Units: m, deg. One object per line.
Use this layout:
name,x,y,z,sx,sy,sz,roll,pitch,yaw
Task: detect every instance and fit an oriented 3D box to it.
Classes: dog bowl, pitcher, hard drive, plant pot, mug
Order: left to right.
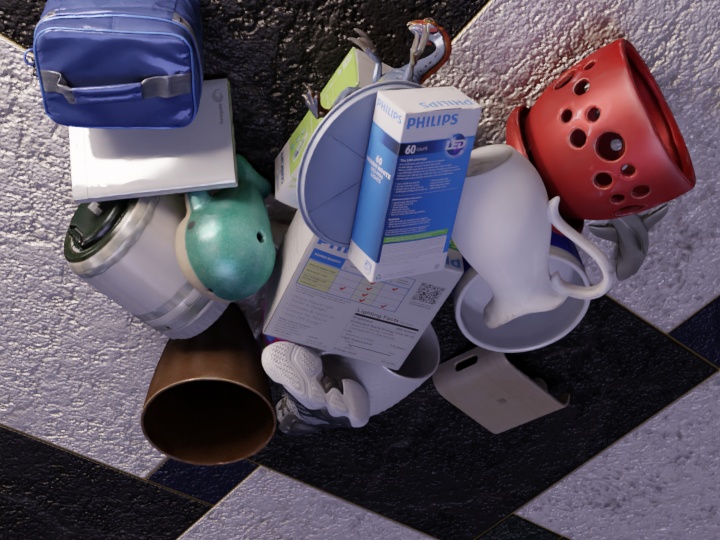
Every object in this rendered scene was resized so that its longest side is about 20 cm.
hard drive,-0.253,-0.158,1.209,0.197,0.134,0.027,-6,171,-1
plant pot,-0.215,0.142,1.431,0.184,0.201,0.188,-3,134,-3
mug,-0.013,0.134,1.429,0.198,0.149,0.175,6,143,-39
dog bowl,0.231,0.024,1.454,0.197,0.079,0.202,-3,133,-3
pitcher,0.191,-0.043,1.147,0.170,0.122,0.202,-11,117,25
plant pot,0.287,-0.156,1.220,0.181,0.202,0.200,-24,131,27

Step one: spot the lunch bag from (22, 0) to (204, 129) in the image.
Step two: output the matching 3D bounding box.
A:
lunch bag,-0.276,-0.240,1.119,0.197,0.133,0.137,-2,133,-5

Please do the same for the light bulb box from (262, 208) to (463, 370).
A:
light bulb box,0.000,0.000,1.261,0.196,0.126,0.201,16,132,-17

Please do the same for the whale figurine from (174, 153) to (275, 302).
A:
whale figurine,-0.151,-0.059,1.251,0.103,0.202,0.159,-15,134,38

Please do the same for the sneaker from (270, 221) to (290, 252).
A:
sneaker,-0.034,-0.047,1.380,0.198,0.071,0.094,21,110,-21

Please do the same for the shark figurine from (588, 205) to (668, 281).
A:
shark figurine,0.361,-0.056,1.391,0.214,0.090,0.128,33,121,-33

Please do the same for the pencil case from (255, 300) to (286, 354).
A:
pencil case,-0.105,0.082,1.427,0.087,0.089,0.200,4,156,-9

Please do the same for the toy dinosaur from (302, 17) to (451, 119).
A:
toy dinosaur,0.027,-0.209,1.142,0.180,0.105,0.202,-24,141,-25

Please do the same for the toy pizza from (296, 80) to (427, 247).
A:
toy pizza,0.013,-0.117,1.094,0.198,0.032,0.202,-20,131,-25

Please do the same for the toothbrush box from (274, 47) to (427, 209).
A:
toothbrush box,0.000,-0.155,1.260,0.144,0.087,0.200,24,127,-24

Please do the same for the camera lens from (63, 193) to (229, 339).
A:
camera lens,-0.272,-0.023,1.301,0.159,0.161,0.200,-32,128,22

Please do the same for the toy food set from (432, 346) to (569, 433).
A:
toy food set,0.231,0.189,1.630,0.143,0.061,0.199,-28,129,34

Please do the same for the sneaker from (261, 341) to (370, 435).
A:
sneaker,-0.084,0.166,1.323,0.113,0.076,0.200,-23,138,32

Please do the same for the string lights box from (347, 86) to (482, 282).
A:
string lights box,0.057,-0.092,1.078,0.102,0.059,0.202,-9,126,-31
